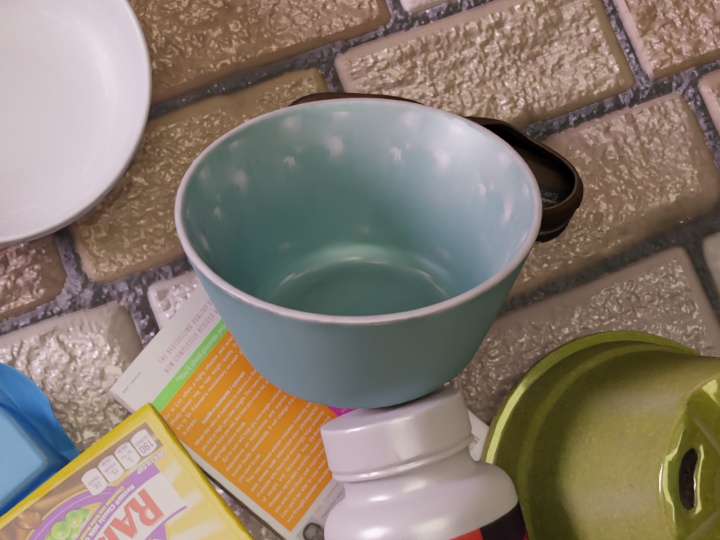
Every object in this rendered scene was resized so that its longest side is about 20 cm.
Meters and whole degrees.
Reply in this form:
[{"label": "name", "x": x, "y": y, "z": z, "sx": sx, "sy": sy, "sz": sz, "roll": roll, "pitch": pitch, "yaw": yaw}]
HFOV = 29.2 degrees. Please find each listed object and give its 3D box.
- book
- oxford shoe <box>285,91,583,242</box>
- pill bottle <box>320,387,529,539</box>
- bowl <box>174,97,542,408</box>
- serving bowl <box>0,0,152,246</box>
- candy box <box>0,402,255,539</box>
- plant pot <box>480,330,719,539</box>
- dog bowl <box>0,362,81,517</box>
[{"label": "book", "x": -0.033, "y": 0.088, "z": 0.841, "sx": 0.200, "sy": 0.048, "sz": 0.134, "roll": 40, "pitch": 76, "yaw": 2}, {"label": "oxford shoe", "x": 0.046, "y": -0.077, "z": 0.864, "sx": 0.198, "sy": 0.084, "sz": 0.073, "roll": 12, "pitch": 78, "yaw": -1}, {"label": "pill bottle", "x": 0.043, "y": 0.172, "z": 0.764, "sx": 0.110, "sy": 0.111, "sz": 0.202, "roll": -16, "pitch": 92, "yaw": -8}, {"label": "bowl", "x": 0.000, "y": 0.000, "z": 0.777, "sx": 0.199, "sy": 0.106, "sz": 0.202, "roll": -1, "pitch": 40, "yaw": 1}, {"label": "serving bowl", "x": -0.227, "y": -0.107, "z": 0.854, "sx": 0.198, "sy": 0.066, "sz": 0.202, "roll": 1, "pitch": 78, "yaw": -4}, {"label": "candy box", "x": -0.166, "y": 0.175, "z": 0.768, "sx": 0.200, "sy": 0.026, "sz": 0.102, "roll": -39, "pitch": 86, "yaw": -11}, {"label": "plant pot", "x": 0.186, "y": 0.123, "z": 0.767, "sx": 0.198, "sy": 0.184, "sz": 0.203, "roll": 2, "pitch": 80, "yaw": -12}, {"label": "dog bowl", "x": -0.198, "y": 0.145, "z": 0.811, "sx": 0.111, "sy": 0.050, "sz": 0.200, "roll": -41, "pitch": 84, "yaw": -12}]
